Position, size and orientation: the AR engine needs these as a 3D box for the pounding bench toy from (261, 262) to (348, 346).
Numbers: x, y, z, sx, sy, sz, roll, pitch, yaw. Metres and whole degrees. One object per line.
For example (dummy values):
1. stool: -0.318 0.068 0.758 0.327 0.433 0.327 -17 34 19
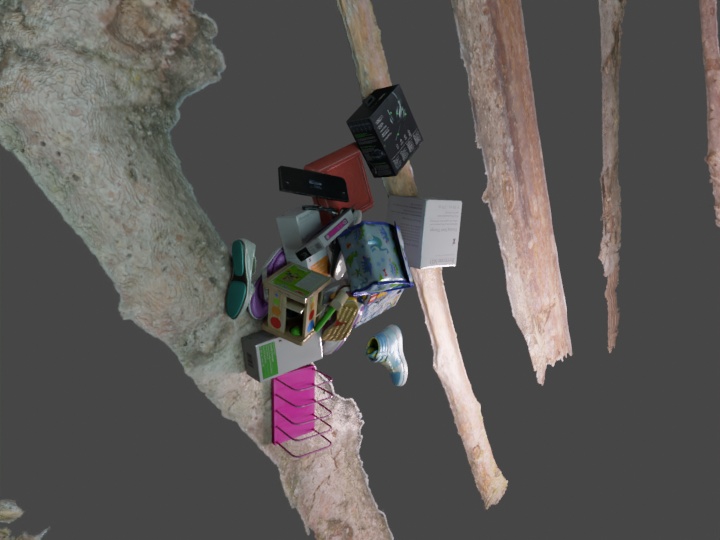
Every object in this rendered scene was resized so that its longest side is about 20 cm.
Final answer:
1. pounding bench toy: -0.132 0.102 1.365 0.124 0.198 0.158 -41 145 -53

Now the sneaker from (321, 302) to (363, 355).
1. sneaker: -0.069 0.150 1.550 0.201 0.099 0.075 -59 176 25

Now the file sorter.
1. file sorter: -0.154 0.387 1.504 0.138 0.125 0.203 -8 104 -39

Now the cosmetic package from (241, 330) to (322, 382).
1. cosmetic package: -0.205 0.206 1.450 0.198 0.084 0.109 -17 109 -36

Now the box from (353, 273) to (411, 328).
1. box: 0.057 0.078 1.615 0.199 0.040 0.138 -24 149 -46

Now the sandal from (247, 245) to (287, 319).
1. sandal: -0.231 0.029 1.411 0.082 0.049 0.205 29 79 -40

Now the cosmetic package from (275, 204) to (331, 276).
1. cosmetic package: -0.145 -0.061 1.436 0.101 0.070 0.203 -39 123 -51

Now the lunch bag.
1. lunch bag: 0.057 -0.033 1.428 0.199 0.126 0.173 0 74 -50

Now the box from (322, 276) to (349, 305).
1. box: -0.104 0.070 1.538 0.198 0.038 0.042 -23 115 -35

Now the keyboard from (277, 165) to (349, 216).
1. keyboard: -0.117 -0.199 1.411 0.197 0.021 0.129 6 62 -30

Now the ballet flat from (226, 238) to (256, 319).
1. ballet flat: -0.287 0.022 1.358 0.069 0.069 0.203 1 96 -41

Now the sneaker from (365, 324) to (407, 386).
1. sneaker: 0.074 0.282 1.713 0.129 0.079 0.203 -18 101 -39

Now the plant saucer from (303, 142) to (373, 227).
1. plant saucer: -0.047 -0.230 1.527 0.199 0.036 0.202 -33 119 -32

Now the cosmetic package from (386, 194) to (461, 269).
1. cosmetic package: 0.189 -0.121 1.668 0.166 0.165 0.203 -5 103 -40

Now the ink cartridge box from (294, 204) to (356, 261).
1. ink cartridge box: -0.079 -0.097 1.383 0.037 0.094 0.200 52 41 -11

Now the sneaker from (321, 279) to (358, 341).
1. sneaker: -0.056 0.111 1.459 0.074 0.201 0.091 8 50 -22

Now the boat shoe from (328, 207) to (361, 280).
1. boat shoe: -0.052 -0.074 1.484 0.076 0.060 0.203 56 51 -66

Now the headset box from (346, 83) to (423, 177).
1. headset box: 0.070 -0.396 1.538 0.175 0.092 0.201 -54 130 -31
